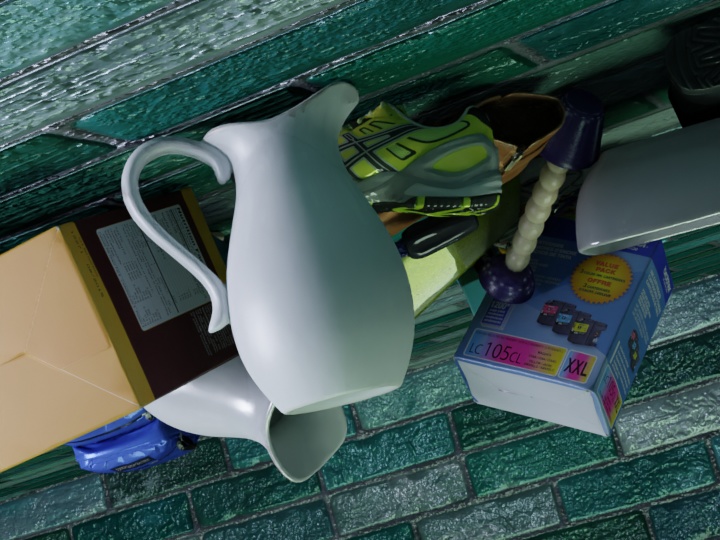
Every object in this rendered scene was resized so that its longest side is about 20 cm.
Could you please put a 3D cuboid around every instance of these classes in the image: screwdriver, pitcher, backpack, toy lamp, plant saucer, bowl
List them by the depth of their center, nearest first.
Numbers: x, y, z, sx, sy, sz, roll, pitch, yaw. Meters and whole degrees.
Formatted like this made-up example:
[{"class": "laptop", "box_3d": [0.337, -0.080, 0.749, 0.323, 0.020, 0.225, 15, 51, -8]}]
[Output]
[{"class": "pitcher", "box_3d": [-0.059, -0.006, 1.050, 0.170, 0.202, 0.121, -13, 171, -5]}, {"class": "screwdriver", "box_3d": [0.000, 0.000, 1.226, 0.199, 0.028, 0.029, -27, -162, -2]}, {"class": "bowl", "box_3d": [0.263, -0.071, 1.271, 0.198, 0.075, 0.200, -16, 175, 12]}, {"class": "toy lamp", "box_3d": [0.149, -0.061, 1.307, 0.058, 0.058, 0.201, -10, 141, -31]}, {"class": "pitcher", "box_3d": [-0.116, 0.068, 1.344, 0.199, 0.173, 0.121, 24, -136, 35]}, {"class": "plant saucer", "box_3d": [0.058, 0.002, 1.415, 0.200, 0.048, 0.200, -45, 177, 32]}, {"class": "backpack", "box_3d": [-0.243, 0.115, 1.615, 0.161, 0.169, 0.200, -24, 166, 10]}]

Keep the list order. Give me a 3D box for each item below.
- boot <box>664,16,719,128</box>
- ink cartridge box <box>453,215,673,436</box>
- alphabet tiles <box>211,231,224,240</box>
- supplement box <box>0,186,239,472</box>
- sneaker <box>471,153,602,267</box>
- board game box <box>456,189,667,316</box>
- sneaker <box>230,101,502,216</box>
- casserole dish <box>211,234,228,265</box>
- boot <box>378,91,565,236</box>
[{"class": "boot", "box_3d": [0.315, -0.155, 1.217, 0.163, 0.066, 0.200, -9, 170, 12]}, {"class": "ink cartridge box", "box_3d": [0.186, 0.031, 1.401, 0.135, 0.201, 0.077, 12, 146, 29]}, {"class": "alphabet tiles", "box_3d": [-0.225, 0.001, 1.411, 0.194, 0.015, 0.200, -19, 171, 23]}, {"class": "supplement box", "box_3d": [-0.216, 0.050, 1.166, 0.196, 0.134, 0.200, -25, -179, 23]}, {"class": "sneaker", "box_3d": [0.157, -0.058, 1.495, 0.199, 0.083, 0.078, -22, 169, 34]}, {"class": "board game box", "box_3d": [0.188, -0.028, 1.581, 0.199, 0.047, 0.151, -24, -164, 2]}, {"class": "sneaker", "box_3d": [0.004, -0.080, 1.145, 0.198, 0.077, 0.075, 2, 175, 9]}, {"class": "casserole dish", "box_3d": [-0.190, 0.028, 1.316, 0.199, 0.039, 0.122, -26, -148, 23]}, {"class": "boot", "box_3d": [0.050, -0.080, 1.214, 0.199, 0.074, 0.155, -25, 176, -24]}]
